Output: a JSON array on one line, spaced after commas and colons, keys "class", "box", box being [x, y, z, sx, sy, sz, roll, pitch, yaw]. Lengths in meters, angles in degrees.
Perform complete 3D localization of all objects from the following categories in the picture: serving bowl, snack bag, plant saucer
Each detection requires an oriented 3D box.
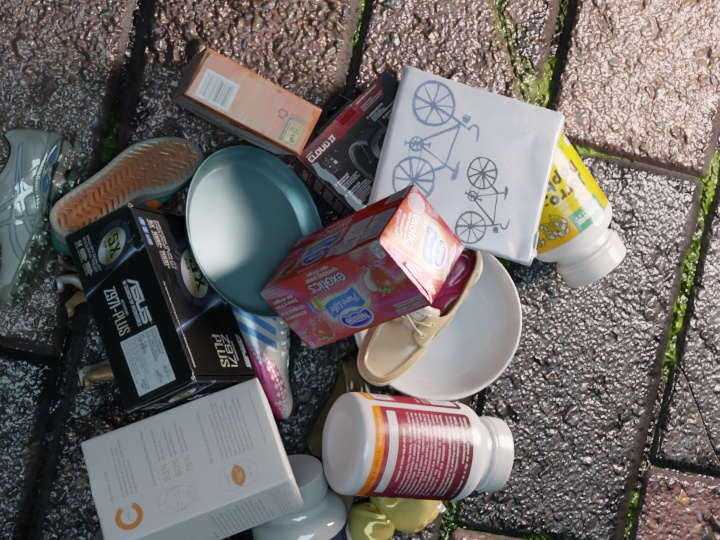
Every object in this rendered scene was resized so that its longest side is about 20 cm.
[{"class": "serving bowl", "box": [0.088, 0.060, 1.394, 0.199, 0.066, 0.201, 1, 77, -3]}, {"class": "snack bag", "box": [0.121, -0.118, 1.311, 0.199, 0.021, 0.189, 14, 82, -4]}, {"class": "plant saucer", "box": [-0.122, -0.042, 1.321, 0.200, 0.027, 0.201, 18, 63, -41]}]

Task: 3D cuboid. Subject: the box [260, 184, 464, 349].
[{"class": "box", "box": [0.000, 0.000, 1.264, 0.096, 0.200, 0.100, 50, 46, -17]}]

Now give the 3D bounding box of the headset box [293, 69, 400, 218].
[{"class": "headset box", "box": [0.030, -0.119, 1.349, 0.200, 0.077, 0.149, 44, 80, 1]}]

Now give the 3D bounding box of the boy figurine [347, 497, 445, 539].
[{"class": "boy figurine", "box": [0.060, 0.270, 1.422, 0.200, 0.064, 0.124, -43, 128, -2]}]

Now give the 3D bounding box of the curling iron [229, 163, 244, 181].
[{"class": "curling iron", "box": [-0.186, -0.033, 1.354, 0.049, 0.026, 0.201, 23, 89, -21]}]

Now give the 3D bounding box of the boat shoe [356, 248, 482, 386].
[{"class": "boat shoe", "box": [0.067, 0.043, 1.328, 0.074, 0.069, 0.200, 37, 79, 6]}]

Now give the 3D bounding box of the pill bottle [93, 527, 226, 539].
[{"class": "pill bottle", "box": [-0.203, 0.343, 1.344, 0.112, 0.112, 0.200, -45, 103, -5]}]

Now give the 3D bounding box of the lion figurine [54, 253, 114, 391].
[{"class": "lion figurine", "box": [-0.267, 0.067, 1.324, 0.122, 0.072, 0.201, -14, 94, -21]}]

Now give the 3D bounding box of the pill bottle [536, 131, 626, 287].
[{"class": "pill bottle", "box": [0.230, -0.082, 1.401, 0.113, 0.113, 0.200, -37, 103, -7]}]

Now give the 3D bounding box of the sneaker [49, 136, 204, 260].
[{"class": "sneaker", "box": [-0.265, -0.081, 1.313, 0.200, 0.080, 0.071, -35, 78, -28]}]

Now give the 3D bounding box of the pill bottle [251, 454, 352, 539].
[{"class": "pill bottle", "box": [-0.063, 0.319, 1.341, 0.111, 0.111, 0.201, -15, 110, -11]}]

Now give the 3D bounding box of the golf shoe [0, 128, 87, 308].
[{"class": "golf shoe", "box": [-0.378, -0.061, 1.296, 0.097, 0.078, 0.201, 18, 88, 6]}]

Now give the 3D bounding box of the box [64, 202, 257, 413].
[{"class": "box", "box": [-0.209, 0.043, 1.248, 0.086, 0.164, 0.201, -25, 78, 14]}]

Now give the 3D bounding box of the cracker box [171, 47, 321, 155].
[{"class": "cracker box", "box": [-0.128, -0.179, 1.264, 0.134, 0.200, 0.058, 27, 91, -14]}]

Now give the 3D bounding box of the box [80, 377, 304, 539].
[{"class": "box", "box": [-0.177, 0.218, 1.239, 0.199, 0.098, 0.125, -20, 61, -4]}]

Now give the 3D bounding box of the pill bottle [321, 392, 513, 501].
[{"class": "pill bottle", "box": [0.067, 0.201, 1.312, 0.199, 0.113, 0.113, 9, 94, -24]}]

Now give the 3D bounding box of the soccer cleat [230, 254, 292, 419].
[{"class": "soccer cleat", "box": [-0.107, 0.075, 1.361, 0.086, 0.070, 0.200, -25, 101, -11]}]

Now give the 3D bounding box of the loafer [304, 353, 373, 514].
[{"class": "loafer", "box": [-0.030, 0.196, 1.387, 0.067, 0.076, 0.201, 7, 96, -13]}]
